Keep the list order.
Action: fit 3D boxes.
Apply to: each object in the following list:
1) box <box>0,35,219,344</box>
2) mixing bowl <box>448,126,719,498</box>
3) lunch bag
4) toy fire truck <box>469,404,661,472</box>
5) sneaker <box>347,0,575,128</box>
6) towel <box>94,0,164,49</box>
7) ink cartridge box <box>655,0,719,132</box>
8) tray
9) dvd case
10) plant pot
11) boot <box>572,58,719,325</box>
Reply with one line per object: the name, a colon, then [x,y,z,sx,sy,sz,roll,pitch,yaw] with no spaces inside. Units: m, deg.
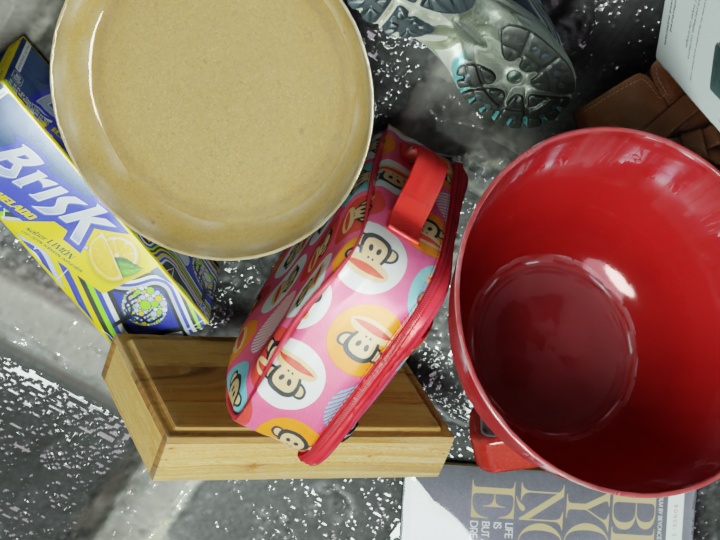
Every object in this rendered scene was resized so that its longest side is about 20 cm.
box: [-0.173,-0.041,1.304,0.064,0.070,0.200,-31,114,19]
mixing bowl: [0.126,0.032,1.164,0.199,0.202,0.108,26,160,-12]
lunch bag: [0.000,0.000,1.245,0.082,0.200,0.177,31,117,-9]
toy fire truck: [0.165,0.060,1.287,0.198,0.168,0.113,-7,120,7]
sneaker: [0.044,-0.168,1.208,0.077,0.087,0.200,-31,122,21]
towel: [-0.089,-0.147,1.259,0.147,0.037,0.202,-5,119,7]
ink cartridge box: [0.266,-0.111,1.149,0.145,0.200,0.084,-3,121,-15]
tray: [-0.050,0.083,1.305,0.198,0.099,0.037,2,125,-31]
dvd case: [0.123,0.208,1.423,0.198,0.016,0.150,4,92,1]
plant pot: [-0.084,-0.106,1.223,0.198,0.027,0.202,6,110,16]
boot: [0.233,-0.069,1.265,0.199,0.077,0.156,-29,81,-16]
